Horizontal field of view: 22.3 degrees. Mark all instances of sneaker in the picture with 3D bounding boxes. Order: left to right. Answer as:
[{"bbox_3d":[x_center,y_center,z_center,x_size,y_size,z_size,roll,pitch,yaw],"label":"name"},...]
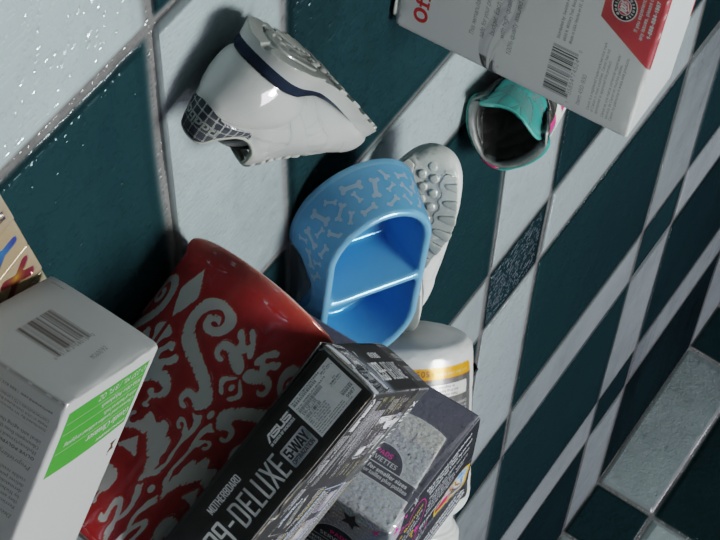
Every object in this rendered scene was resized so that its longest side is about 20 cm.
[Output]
[{"bbox_3d":[-0.053,-0.105,1.187,0.081,0.076,0.200,-50,159,8],"label":"sneaker"},{"bbox_3d":[0.045,-0.041,1.537,0.081,0.076,0.201,-58,171,-42],"label":"sneaker"},{"bbox_3d":[0.154,-0.170,1.625,0.201,0.083,0.121,-67,170,27],"label":"sneaker"}]

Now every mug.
[{"bbox_3d":[-0.109,0.111,1.219,0.200,0.178,0.133,-51,-156,-14],"label":"mug"}]

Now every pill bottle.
[{"bbox_3d":[0.041,0.153,1.601,0.116,0.115,0.202,-24,117,-62],"label":"pill bottle"}]

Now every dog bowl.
[{"bbox_3d":[0.000,0.000,1.440,0.111,0.050,0.201,-19,146,-23],"label":"dog bowl"}]

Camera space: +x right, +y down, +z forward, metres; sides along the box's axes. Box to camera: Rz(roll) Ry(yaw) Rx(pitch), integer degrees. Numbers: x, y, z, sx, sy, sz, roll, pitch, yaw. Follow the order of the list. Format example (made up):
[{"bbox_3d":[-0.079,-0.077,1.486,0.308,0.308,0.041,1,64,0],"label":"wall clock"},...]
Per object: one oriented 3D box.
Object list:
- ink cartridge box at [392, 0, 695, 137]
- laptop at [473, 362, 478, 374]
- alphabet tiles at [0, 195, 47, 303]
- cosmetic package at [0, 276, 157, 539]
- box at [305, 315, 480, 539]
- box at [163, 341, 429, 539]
[{"bbox_3d":[0.135,-0.210,1.303,0.083,0.199,0.147,-49,161,-38],"label":"ink cartridge box"},{"bbox_3d":[0.032,0.173,1.793,0.178,0.103,0.200,-53,162,-18],"label":"laptop"},{"bbox_3d":[-0.239,0.035,0.980,0.168,0.008,0.200,-54,162,-18],"label":"alphabet tiles"},{"bbox_3d":[-0.206,0.117,1.056,0.108,0.084,0.201,-38,155,-60],"label":"cosmetic package"},{"bbox_3d":[-0.029,0.134,1.400,0.132,0.199,0.115,-48,158,-33],"label":"box"},{"bbox_3d":[-0.048,0.137,1.188,0.200,0.050,0.158,-51,168,8],"label":"box"}]
